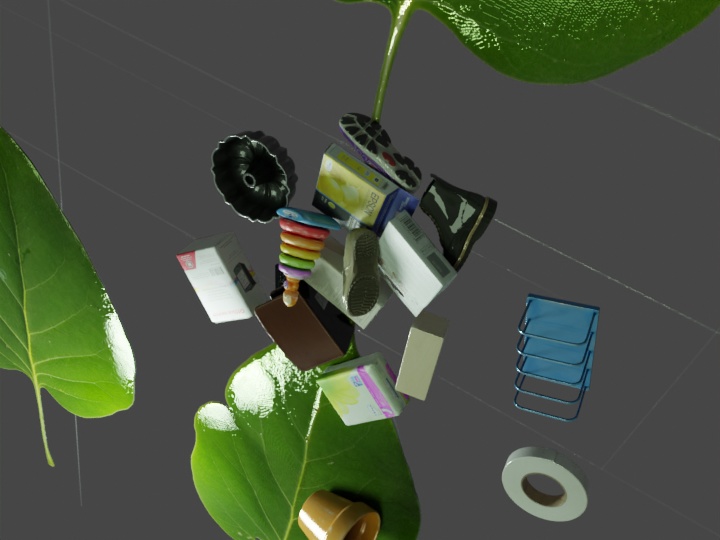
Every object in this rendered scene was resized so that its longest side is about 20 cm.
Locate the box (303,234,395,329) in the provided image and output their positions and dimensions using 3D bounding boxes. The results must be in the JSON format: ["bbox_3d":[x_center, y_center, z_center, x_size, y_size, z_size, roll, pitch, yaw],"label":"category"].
[{"bbox_3d":[-0.033,0.023,1.512,0.199,0.078,0.095,40,132,1],"label":"box"}]

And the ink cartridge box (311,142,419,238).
[{"bbox_3d":[0.002,-0.134,1.365,0.199,0.047,0.198,37,152,7],"label":"ink cartridge box"}]

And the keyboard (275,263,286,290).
[{"bbox_3d":[-0.170,0.085,1.665,0.103,0.040,0.202,18,130,21],"label":"keyboard"}]

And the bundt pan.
[{"bbox_3d":[-0.217,-0.208,1.465,0.199,0.076,0.204,15,127,21],"label":"bundt pan"}]

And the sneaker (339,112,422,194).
[{"bbox_3d":[0.026,-0.212,1.317,0.200,0.081,0.083,47,139,-6],"label":"sneaker"}]

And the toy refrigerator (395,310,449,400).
[{"bbox_3d":[0.138,0.189,1.532,0.075,0.070,0.202,18,130,10],"label":"toy refrigerator"}]

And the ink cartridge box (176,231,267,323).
[{"bbox_3d":[-0.339,0.017,1.690,0.146,0.086,0.202,-8,118,34],"label":"ink cartridge box"}]

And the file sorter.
[{"bbox_3d":[0.374,0.173,1.338,0.137,0.123,0.202,12,127,25],"label":"file sorter"}]

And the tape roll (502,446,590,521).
[{"bbox_3d":[0.427,0.494,1.587,0.200,0.037,0.205,17,129,22],"label":"tape roll"}]

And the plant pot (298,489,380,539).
[{"bbox_3d":[-0.073,0.731,1.968,0.182,0.199,0.203,25,133,35],"label":"plant pot"}]

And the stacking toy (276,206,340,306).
[{"bbox_3d":[-0.129,-0.024,1.420,0.115,0.109,0.203,21,99,41],"label":"stacking toy"}]

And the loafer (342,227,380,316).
[{"bbox_3d":[0.000,0.000,1.413,0.075,0.068,0.203,-2,118,-17],"label":"loafer"}]

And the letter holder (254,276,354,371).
[{"bbox_3d":[-0.132,0.117,1.591,0.141,0.101,0.201,-26,112,26],"label":"letter holder"}]

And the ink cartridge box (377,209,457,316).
[{"bbox_3d":[0.100,-0.008,1.366,0.161,0.047,0.200,50,159,10],"label":"ink cartridge box"}]

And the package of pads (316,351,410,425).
[{"bbox_3d":[0.008,0.294,1.683,0.198,0.068,0.156,-21,108,40],"label":"package of pads"}]

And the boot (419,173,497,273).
[{"bbox_3d":[0.154,-0.081,1.314,0.137,0.078,0.201,26,119,-4],"label":"boot"}]
